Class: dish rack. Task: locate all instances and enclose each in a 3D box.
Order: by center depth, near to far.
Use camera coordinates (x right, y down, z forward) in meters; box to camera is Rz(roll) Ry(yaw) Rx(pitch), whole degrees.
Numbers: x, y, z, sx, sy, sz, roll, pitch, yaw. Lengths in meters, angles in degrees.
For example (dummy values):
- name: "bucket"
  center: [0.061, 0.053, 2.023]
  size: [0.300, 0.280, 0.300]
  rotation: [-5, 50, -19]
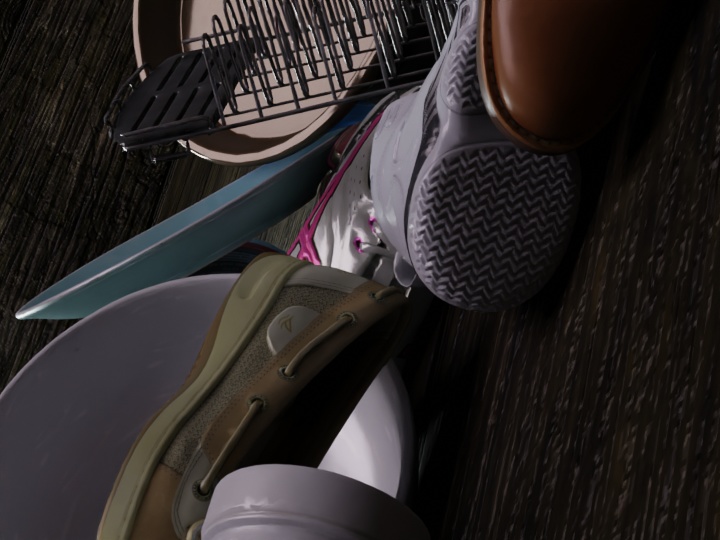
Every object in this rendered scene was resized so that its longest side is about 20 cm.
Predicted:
- name: "dish rack"
  center: [-0.018, -0.109, 0.816]
  size: [0.154, 0.198, 0.055]
  rotation: [-74, -30, -67]

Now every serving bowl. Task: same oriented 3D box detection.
- name: "serving bowl"
  center: [-0.066, 0.100, 0.759]
  size: [0.066, 0.198, 0.201]
  rotation: [66, -150, -48]

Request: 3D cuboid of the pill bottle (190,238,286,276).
- name: "pill bottle"
  center: [-0.073, 0.070, 0.970]
  size: [0.200, 0.113, 0.114]
  rotation: [-91, 24, -66]

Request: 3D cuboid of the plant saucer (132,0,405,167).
- name: "plant saucer"
  center: [-0.043, -0.152, 0.956]
  size: [0.199, 0.029, 0.202]
  rotation: [-9, 77, 41]

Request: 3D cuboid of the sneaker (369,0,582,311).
- name: "sneaker"
  center: [0.054, -0.082, 0.702]
  size: [0.115, 0.075, 0.201]
  rotation: [172, 115, -76]

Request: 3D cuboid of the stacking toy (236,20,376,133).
- name: "stacking toy"
  center: [-0.042, -0.170, 1.034]
  size: [0.109, 0.115, 0.202]
  rotation: [-22, 81, 51]

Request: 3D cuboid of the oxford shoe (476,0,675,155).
- name: "oxford shoe"
  center: [0.095, -0.135, 0.615]
  size: [0.201, 0.071, 0.071]
  rotation: [-68, 14, -2]

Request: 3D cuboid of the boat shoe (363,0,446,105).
- name: "boat shoe"
  center: [0.053, -0.166, 0.928]
  size: [0.074, 0.060, 0.201]
  rotation: [-85, 18, -60]

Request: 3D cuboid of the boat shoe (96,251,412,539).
- name: "boat shoe"
  center: [-0.041, 0.077, 0.682]
  size: [0.074, 0.063, 0.201]
  rotation: [81, -153, -44]

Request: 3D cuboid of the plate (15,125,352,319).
- name: "plate"
  center: [-0.086, -0.018, 0.948]
  size: [0.199, 0.026, 0.200]
  rotation: [-28, 6, 3]

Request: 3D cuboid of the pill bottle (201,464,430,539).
- name: "pill bottle"
  center: [-0.034, 0.166, 0.563]
  size: [0.113, 0.112, 0.201]
  rotation: [126, 163, -56]

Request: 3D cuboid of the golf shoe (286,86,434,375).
- name: "golf shoe"
  center: [0.000, 0.000, 0.839]
  size: [0.092, 0.072, 0.201]
  rotation: [137, 152, -66]
